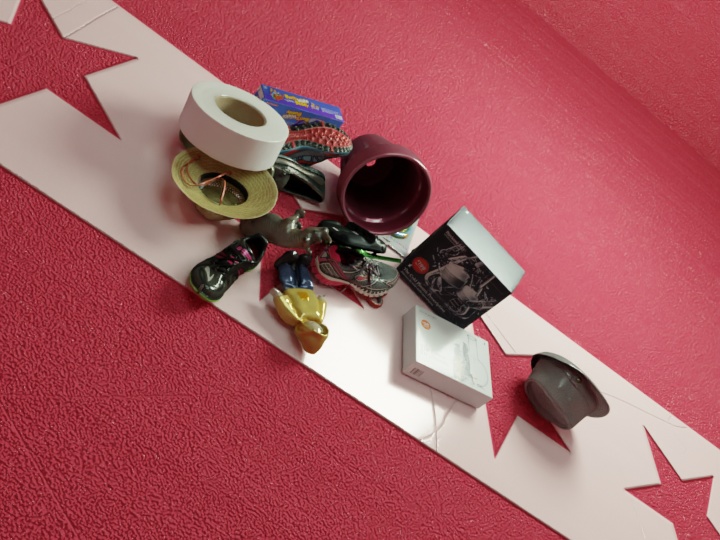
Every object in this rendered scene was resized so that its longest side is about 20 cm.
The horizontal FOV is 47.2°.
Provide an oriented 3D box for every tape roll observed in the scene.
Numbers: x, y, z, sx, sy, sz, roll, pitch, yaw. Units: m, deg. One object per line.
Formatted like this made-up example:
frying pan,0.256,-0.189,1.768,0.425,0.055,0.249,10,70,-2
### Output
tape roll,-0.241,-0.277,1.570,0.202,0.071,0.203,23,30,-14

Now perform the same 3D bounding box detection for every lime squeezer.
lime squeezer,-0.010,-0.042,1.698,0.200,0.071,0.038,15,65,-38

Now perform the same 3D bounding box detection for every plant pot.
plant pot,0.035,-0.203,1.796,0.200,0.200,0.179,22,24,-27

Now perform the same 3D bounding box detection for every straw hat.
straw hat,-0.262,-0.139,1.537,0.200,0.085,0.201,17,42,-16

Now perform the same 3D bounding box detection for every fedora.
fedora,0.430,0.273,1.784,0.090,0.177,0.200,-41,97,-23

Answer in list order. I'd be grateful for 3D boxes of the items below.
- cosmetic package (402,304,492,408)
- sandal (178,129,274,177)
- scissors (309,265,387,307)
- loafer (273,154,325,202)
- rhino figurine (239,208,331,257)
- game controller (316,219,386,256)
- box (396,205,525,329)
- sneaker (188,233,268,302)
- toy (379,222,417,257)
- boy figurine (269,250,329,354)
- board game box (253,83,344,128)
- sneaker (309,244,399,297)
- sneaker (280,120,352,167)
cosmetic package,0.178,0.177,1.695,0.200,0.052,0.151,27,39,-23
sandal,-0.265,-0.219,1.607,0.201,0.080,0.057,27,19,-10
scissors,-0.028,0.012,1.681,0.200,0.014,0.073,30,43,-19
loafer,-0.150,-0.190,1.702,0.200,0.072,0.063,11,55,-39
rhino figurine,-0.140,-0.075,1.550,0.199,0.060,0.087,18,44,25
game controller,-0.020,-0.067,1.649,0.104,0.042,0.200,2,12,-18
box,0.213,0.001,1.774,0.200,0.182,0.104,46,38,-1
sneaker,-0.232,-0.014,1.454,0.077,0.084,0.200,43,38,-3
toy,0.090,-0.133,1.890,0.115,0.047,0.200,35,39,-12
boy figurine,-0.111,0.060,1.520,0.124,0.064,0.200,15,44,-37
board game box,-0.154,-0.309,1.748,0.200,0.134,0.045,9,50,-39
sneaker,0.000,0.000,1.647,0.200,0.075,0.081,9,52,-37
sneaker,-0.118,-0.259,1.743,0.199,0.096,0.080,-1,62,-14
